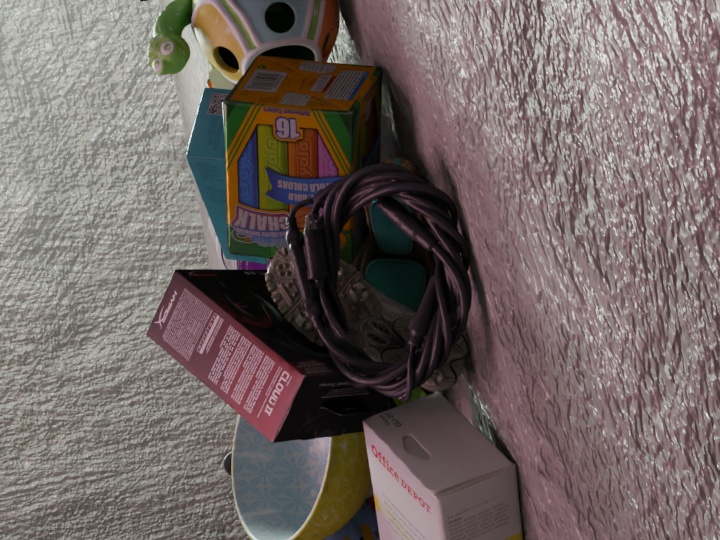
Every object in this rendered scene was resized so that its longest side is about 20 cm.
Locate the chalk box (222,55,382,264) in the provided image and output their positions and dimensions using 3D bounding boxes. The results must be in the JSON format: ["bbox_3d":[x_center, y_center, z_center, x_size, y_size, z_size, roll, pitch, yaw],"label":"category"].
[{"bbox_3d":[-0.052,-0.082,1.649,0.125,0.124,0.200,-65,-22,-59],"label":"chalk box"}]

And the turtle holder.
[{"bbox_3d":[-0.108,-0.248,1.742,0.141,0.185,0.132,-55,40,40],"label":"turtle holder"}]

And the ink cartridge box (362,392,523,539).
[{"bbox_3d":[0.079,0.233,1.594,0.145,0.083,0.200,41,146,53],"label":"ink cartridge box"}]

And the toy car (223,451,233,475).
[{"bbox_3d":[-0.072,0.197,2.043,0.158,0.200,0.164,41,-165,-46],"label":"toy car"}]

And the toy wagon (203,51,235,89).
[{"bbox_3d":[-0.119,-0.174,1.877,0.200,0.040,0.155,57,-169,-13],"label":"toy wagon"}]

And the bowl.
[{"bbox_3d":[-0.037,0.183,1.773,0.200,0.108,0.201,-23,62,54],"label":"bowl"}]

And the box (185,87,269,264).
[{"bbox_3d":[-0.121,-0.090,1.746,0.200,0.049,0.082,76,-156,-60],"label":"box"}]

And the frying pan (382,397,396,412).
[{"bbox_3d":[0.065,0.207,1.707,0.115,0.031,0.190,19,134,31],"label":"frying pan"}]

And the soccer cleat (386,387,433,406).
[{"bbox_3d":[0.044,0.118,1.753,0.200,0.067,0.081,65,-164,-12],"label":"soccer cleat"}]

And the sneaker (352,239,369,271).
[{"bbox_3d":[0.000,0.000,1.787,0.077,0.082,0.200,-120,19,-59],"label":"sneaker"}]

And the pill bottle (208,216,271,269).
[{"bbox_3d":[-0.079,-0.019,1.888,0.200,0.112,0.113,37,144,45],"label":"pill bottle"}]

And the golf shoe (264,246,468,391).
[{"bbox_3d":[0.003,0.047,1.613,0.200,0.078,0.097,33,179,3],"label":"golf shoe"}]

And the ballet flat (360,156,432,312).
[{"bbox_3d":[0.037,-0.031,1.640,0.200,0.070,0.065,94,-172,-54],"label":"ballet flat"}]

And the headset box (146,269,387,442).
[{"bbox_3d":[-0.072,0.080,1.621,0.200,0.149,0.075,37,111,31],"label":"headset box"}]

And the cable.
[{"bbox_3d":[0.024,0.012,1.515,0.051,0.163,0.200,-7,-99,-64],"label":"cable"}]

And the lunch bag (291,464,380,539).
[{"bbox_3d":[0.029,0.281,1.818,0.200,0.150,0.094,-114,13,-47],"label":"lunch bag"}]
